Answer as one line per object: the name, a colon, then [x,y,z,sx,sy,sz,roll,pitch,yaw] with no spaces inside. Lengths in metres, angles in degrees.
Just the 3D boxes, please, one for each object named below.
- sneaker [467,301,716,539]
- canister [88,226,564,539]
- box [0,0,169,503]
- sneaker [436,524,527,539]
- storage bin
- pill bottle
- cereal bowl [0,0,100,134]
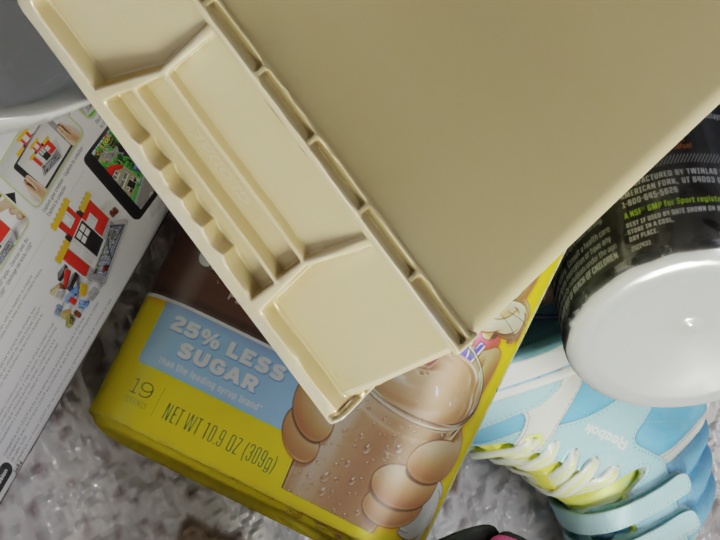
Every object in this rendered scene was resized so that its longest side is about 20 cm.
sneaker: [0.088,0.083,1.277,0.200,0.079,0.131,-14,100,-40]
canister: [0.000,0.000,1.143,0.148,0.087,0.200,25,81,6]
box: [-0.139,-0.012,1.098,0.110,0.035,0.200,44,64,-34]
sneaker: [0.046,0.135,1.099,0.086,0.080,0.200,-51,171,13]
storage bin: [0.016,-0.092,1.021,0.200,0.094,0.199,-42,99,-31]
pill bottle: [0.123,-0.050,1.242,0.106,0.106,0.200,31,38,-38]
cereal bowl: [-0.153,-0.139,1.032,0.200,0.083,0.201,7,77,-30]
